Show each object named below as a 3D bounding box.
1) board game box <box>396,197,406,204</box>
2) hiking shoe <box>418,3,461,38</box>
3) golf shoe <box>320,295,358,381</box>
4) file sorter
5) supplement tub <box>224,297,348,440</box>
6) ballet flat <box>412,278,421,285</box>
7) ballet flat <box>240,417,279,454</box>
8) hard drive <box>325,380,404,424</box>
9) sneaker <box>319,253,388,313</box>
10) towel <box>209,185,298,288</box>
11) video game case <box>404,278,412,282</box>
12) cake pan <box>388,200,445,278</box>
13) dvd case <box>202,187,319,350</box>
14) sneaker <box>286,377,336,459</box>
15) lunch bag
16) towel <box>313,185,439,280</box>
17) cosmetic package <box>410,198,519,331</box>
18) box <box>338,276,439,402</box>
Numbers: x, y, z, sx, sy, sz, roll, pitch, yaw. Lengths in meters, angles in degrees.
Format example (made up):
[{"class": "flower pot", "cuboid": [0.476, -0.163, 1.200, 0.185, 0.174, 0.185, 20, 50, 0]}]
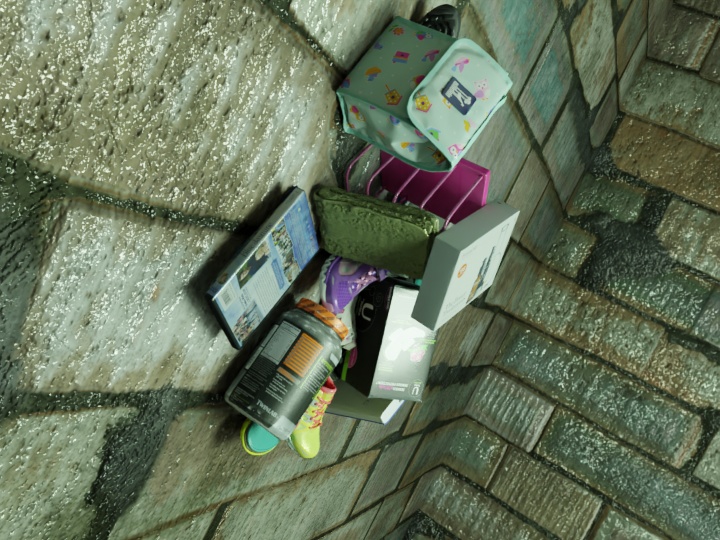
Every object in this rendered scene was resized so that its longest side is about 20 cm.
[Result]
[{"class": "board game box", "cuboid": [0.108, -0.094, 1.361, 0.199, 0.041, 0.201, -16, 130, -59]}, {"class": "hiking shoe", "cuboid": [0.116, -0.337, 1.087, 0.101, 0.075, 0.201, -50, 165, -47]}, {"class": "golf shoe", "cuboid": [-0.034, 0.100, 1.208, 0.072, 0.092, 0.202, 11, 103, -66]}, {"class": "file sorter", "cuboid": [0.085, -0.114, 1.087, 0.126, 0.199, 0.140, -47, 153, -28]}, {"class": "supplement tub", "cuboid": [-0.111, 0.151, 1.060, 0.201, 0.122, 0.123, -55, 156, -16]}, {"class": "ballet flat", "cuboid": [0.131, -0.014, 1.281, 0.201, 0.067, 0.073, 84, 21, -53]}, {"class": "ballet flat", "cuboid": [-0.159, 0.265, 1.161, 0.200, 0.066, 0.068, -23, 99, -61]}, {"class": "hard drive", "cuboid": [0.010, 0.241, 1.341, 0.132, 0.199, 0.026, -44, 118, -35]}, {"class": "sneaker", "cuboid": [0.000, 0.000, 1.122, 0.200, 0.088, 0.081, -55, 143, -47]}, {"class": "towel", "cuboid": [-0.131, -0.009, 0.966, 0.201, 0.024, 0.147, -53, 157, -22]}, {"class": "video game case", "cuboid": [0.118, 0.055, 1.516, 0.201, 0.025, 0.180, -56, 162, 23]}, {"class": "cake pan", "cuboid": [0.115, -0.071, 1.301, 0.200, 0.037, 0.201, -46, 152, -33]}, {"class": "dvd case", "cuboid": [-0.128, 0.000, 0.927, 0.201, 0.017, 0.143, -53, 157, -24]}, {"class": "sneaker", "cuboid": [-0.083, 0.221, 1.145, 0.078, 0.089, 0.202, -7, 93, -64]}, {"class": "lunch bag", "cuboid": [0.092, -0.245, 0.953, 0.171, 0.199, 0.122, -53, 156, -18]}, {"class": "towel", "cuboid": [0.027, -0.057, 1.031, 0.149, 0.198, 0.037, 85, 23, -53]}, {"class": "cosmetic package", "cuboid": [0.167, -0.012, 1.062, 0.199, 0.051, 0.152, -31, 142, -46]}, {"class": "box", "cuboid": [0.050, 0.119, 1.233, 0.123, 0.148, 0.202, 12, 94, -31]}]
